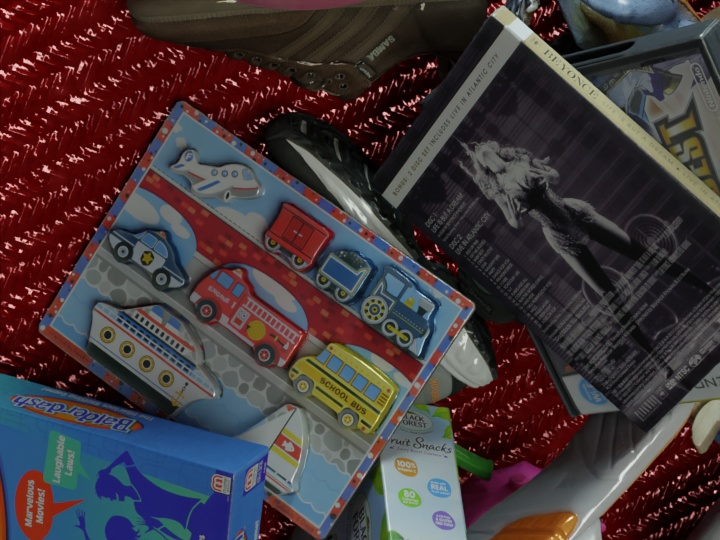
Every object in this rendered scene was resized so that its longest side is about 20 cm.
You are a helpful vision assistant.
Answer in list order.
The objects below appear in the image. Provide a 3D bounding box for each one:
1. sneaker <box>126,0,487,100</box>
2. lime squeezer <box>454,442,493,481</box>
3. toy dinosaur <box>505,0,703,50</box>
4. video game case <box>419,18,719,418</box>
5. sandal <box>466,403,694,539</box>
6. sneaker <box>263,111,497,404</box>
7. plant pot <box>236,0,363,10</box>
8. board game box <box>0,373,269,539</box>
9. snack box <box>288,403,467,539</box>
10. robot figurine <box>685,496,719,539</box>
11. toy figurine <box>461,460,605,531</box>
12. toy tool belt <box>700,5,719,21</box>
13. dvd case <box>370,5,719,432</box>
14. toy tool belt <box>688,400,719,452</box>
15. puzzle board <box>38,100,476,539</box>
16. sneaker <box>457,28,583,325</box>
[{"bbox_3d":[-0.024,-0.123,1.215,0.199,0.070,0.076,-6,113,-17],"label":"sneaker"},{"bbox_3d":[-0.018,0.079,1.283,0.199,0.071,0.038,7,66,-6],"label":"lime squeezer"},{"bbox_3d":[0.171,-0.123,1.202,0.181,0.105,0.201,14,79,-5],"label":"toy dinosaur"},{"bbox_3d":[0.143,-0.019,1.175,0.026,0.180,0.200,-44,115,-42],"label":"video game case"},{"bbox_3d":[0.117,0.143,1.247,0.207,0.079,0.059,-43,112,0],"label":"sandal"},{"bbox_3d":[0.000,0.000,1.271,0.079,0.074,0.200,-29,114,11],"label":"sneaker"},{"bbox_3d":[-0.029,-0.235,1.113,0.199,0.200,0.179,-11,129,-16],"label":"plant pot"},{"bbox_3d":[-0.153,0.144,1.218,0.200,0.045,0.152,13,110,21],"label":"board game box"},{"bbox_3d":[-0.001,0.186,1.257,0.053,0.142,0.200,9,137,-19],"label":"snack box"},{"bbox_3d":[0.252,0.193,1.411,0.200,0.113,0.170,-53,137,5],"label":"robot figurine"},{"bbox_3d":[0.090,0.206,1.355,0.150,0.200,0.185,12,86,12],"label":"toy figurine"},{"bbox_3d":[0.243,-0.127,1.277,0.200,0.125,0.123,19,106,-41],"label":"toy tool belt"},{"bbox_3d":[0.111,-0.023,1.168,0.200,0.149,0.016,42,48,4],"label":"dvd case"},{"bbox_3d":[0.226,0.076,1.301,0.123,0.200,0.125,-44,120,0],"label":"toy tool belt"},{"bbox_3d":[-0.059,0.025,1.216,0.200,0.017,0.151,35,97,16],"label":"puzzle board"},{"bbox_3d":[0.129,-0.057,1.301,0.091,0.076,0.200,22,97,-47],"label":"sneaker"}]
